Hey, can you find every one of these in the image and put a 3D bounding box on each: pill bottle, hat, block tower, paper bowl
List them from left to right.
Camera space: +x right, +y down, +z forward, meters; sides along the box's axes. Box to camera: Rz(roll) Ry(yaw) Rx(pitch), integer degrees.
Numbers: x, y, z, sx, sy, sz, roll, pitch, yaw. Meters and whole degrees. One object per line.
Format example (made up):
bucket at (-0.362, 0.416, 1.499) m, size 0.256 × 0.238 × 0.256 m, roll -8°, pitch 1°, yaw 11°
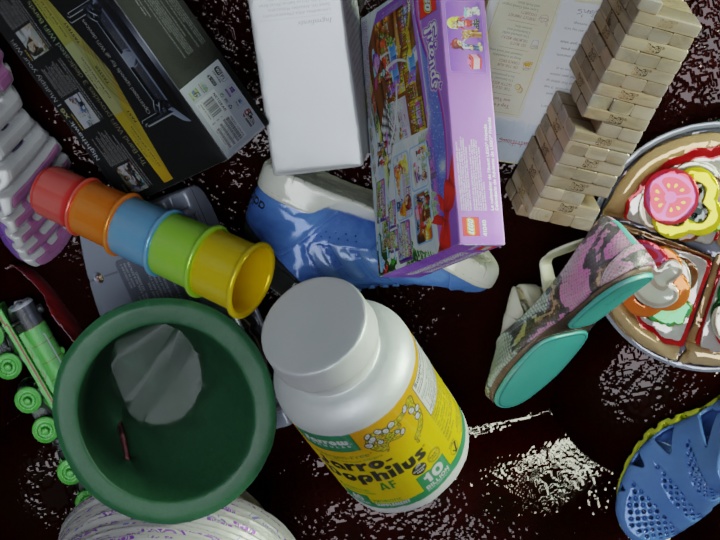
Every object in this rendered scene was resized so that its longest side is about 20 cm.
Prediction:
hat at (-0.163, 0.076, 1.562) m, size 0.165 × 0.176 × 0.201 m, roll -22°, pitch 105°, yaw -4°
paper bowl at (-0.144, 0.236, 1.602) m, size 0.199 × 0.105 × 0.201 m, roll 4°, pitch 137°, yaw 3°
pill bottle at (0.001, 0.092, 1.516) m, size 0.112 × 0.113 × 0.200 m, roll -20°, pitch 142°, yaw 11°
block tower at (0.174, -0.119, 1.445) m, size 0.057 × 0.054 × 0.201 m, roll 10°, pitch 124°, yaw -22°

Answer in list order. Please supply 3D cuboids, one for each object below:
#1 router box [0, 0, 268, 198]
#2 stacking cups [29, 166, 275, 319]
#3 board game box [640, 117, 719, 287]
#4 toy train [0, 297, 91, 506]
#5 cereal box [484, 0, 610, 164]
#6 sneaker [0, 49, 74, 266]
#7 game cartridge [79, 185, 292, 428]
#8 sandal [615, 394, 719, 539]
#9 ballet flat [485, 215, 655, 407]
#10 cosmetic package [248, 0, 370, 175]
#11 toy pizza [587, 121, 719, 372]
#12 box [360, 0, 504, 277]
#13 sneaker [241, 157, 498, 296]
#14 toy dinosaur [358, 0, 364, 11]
router box at (-0.178, -0.156, 1.486) m, size 0.157 × 0.052 × 0.201 m, roll -18°, pitch 111°, yaw 53°
stacking cups at (-0.159, -0.031, 1.497) m, size 0.199 × 0.060 × 0.061 m, roll 26°, pitch 110°, yaw 24°
board game box at (0.307, -0.076, 1.532) m, size 0.199 × 0.023 × 0.105 m, roll -34°, pitch 104°, yaw 14°
toy train at (-0.245, 0.109, 1.629) m, size 0.056 × 0.042 × 0.201 m, roll -27°, pitch 104°, yaw 2°
cereal box at (0.146, -0.167, 1.462) m, size 0.143 × 0.040 × 0.201 m, roll 8°, pitch 125°, yaw -18°
sneaker at (-0.291, -0.093, 1.553) m, size 0.088 × 0.081 × 0.201 m, roll 2°, pitch 129°, yaw 38°
game cartridge at (-0.139, 0.042, 1.572) m, size 0.133 × 0.040 × 0.201 m, roll -17°, pitch 102°, yaw 33°
sandal at (0.277, 0.144, 1.571) m, size 0.079 × 0.087 × 0.200 m, roll 40°, pitch 108°, yaw -10°
ballet flat at (0.152, 0.027, 1.543) m, size 0.200 × 0.069 × 0.071 m, roll -50°, pitch 57°, yaw 43°
cosmetic package at (-0.039, -0.182, 1.486) m, size 0.071 × 0.102 × 0.202 m, roll -6°, pitch 106°, yaw 7°
toy pizza at (0.272, -0.014, 1.526) m, size 0.198 × 0.032 × 0.202 m, roll 1°, pitch 109°, yaw 4°
box at (0.050, -0.104, 1.448) m, size 0.039 × 0.137 × 0.202 m, roll 0°, pitch 81°, yaw -24°
sneaker at (0.000, 0.000, 1.552) m, size 0.199 × 0.077 × 0.112 m, roll 22°, pitch 107°, yaw -2°
toy dinosaur at (0.064, -0.271, 1.459) m, size 0.076 × 0.102 × 0.201 m, roll 20°, pitch 117°, yaw -12°
